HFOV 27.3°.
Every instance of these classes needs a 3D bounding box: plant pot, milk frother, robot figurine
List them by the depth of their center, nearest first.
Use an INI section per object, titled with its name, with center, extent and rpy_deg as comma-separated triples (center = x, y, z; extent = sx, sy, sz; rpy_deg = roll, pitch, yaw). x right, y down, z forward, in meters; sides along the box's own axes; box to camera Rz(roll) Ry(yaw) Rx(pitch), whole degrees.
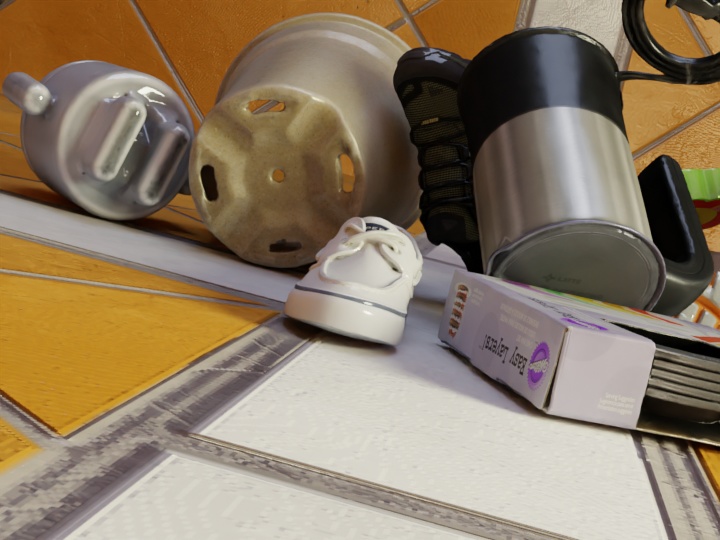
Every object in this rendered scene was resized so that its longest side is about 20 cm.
[milk frother]
center = 0.167, -0.083, 0.958
extent = 0.179, 0.201, 0.189
rpy_deg = 6, 47, -11
[plant pot]
center = -0.044, -0.087, 1.133
extent = 0.199, 0.202, 0.184
rpy_deg = 15, 18, 8
[robot figurine]
center = -0.200, -0.104, 1.161
extent = 0.169, 0.113, 0.200
rpy_deg = 33, -4, -30

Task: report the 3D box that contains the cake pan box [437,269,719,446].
[cake pan box]
center = 0.157, 0.054, 0.835
extent = 0.183, 0.053, 0.200
rpy_deg = 10, 6, -14

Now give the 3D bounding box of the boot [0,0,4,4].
[boot]
center = -0.448, -0.234, 1.497
extent = 0.199, 0.176, 0.069
rpy_deg = 16, 6, 22

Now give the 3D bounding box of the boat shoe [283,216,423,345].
[boat shoe]
center = 0.000, 0.000, 0.883
extent = 0.073, 0.066, 0.200
rpy_deg = 14, 6, 1

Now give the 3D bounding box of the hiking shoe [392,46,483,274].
[hiking shoe]
center = 0.078, -0.069, 1.099
extent = 0.075, 0.201, 0.101
rpy_deg = -14, 30, 33

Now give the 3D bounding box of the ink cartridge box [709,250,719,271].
[ink cartridge box]
center = 0.384, 0.043, 1.296
extent = 0.199, 0.085, 0.146
rpy_deg = 10, 7, -30

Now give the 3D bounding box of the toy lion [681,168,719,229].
[toy lion]
center = 0.233, -0.043, 1.307
extent = 0.198, 0.069, 0.192
rpy_deg = -10, -13, 4

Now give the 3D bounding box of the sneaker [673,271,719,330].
[sneaker]
center = 0.199, 0.031, 1.053
extent = 0.199, 0.078, 0.077
rpy_deg = 29, -30, 15
